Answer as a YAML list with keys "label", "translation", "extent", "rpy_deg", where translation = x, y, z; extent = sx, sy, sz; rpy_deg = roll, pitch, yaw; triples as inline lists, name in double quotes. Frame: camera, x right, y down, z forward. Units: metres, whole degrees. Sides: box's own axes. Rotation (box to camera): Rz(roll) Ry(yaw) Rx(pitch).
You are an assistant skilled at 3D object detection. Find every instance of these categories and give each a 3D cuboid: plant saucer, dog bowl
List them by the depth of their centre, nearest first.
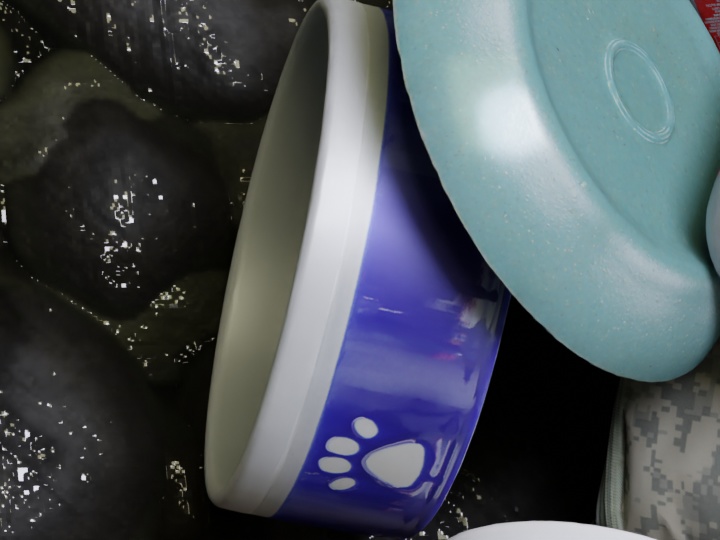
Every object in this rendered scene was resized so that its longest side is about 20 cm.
- label: "plant saucer"
  translation: [0.090, -0.059, 0.953]
  extent: [0.200, 0.036, 0.201]
  rpy_deg: [32, 46, -39]
- label: "dog bowl"
  translation: [0.000, 0.000, 1.008]
  extent: [0.078, 0.200, 0.201]
  rpy_deg: [12, 58, -9]

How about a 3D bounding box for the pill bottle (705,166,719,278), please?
- label: "pill bottle"
  translation: [0.202, -0.071, 0.959]
  extent: [0.108, 0.109, 0.201]
  rpy_deg: [26, 51, 1]

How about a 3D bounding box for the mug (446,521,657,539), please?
- label: "mug"
  translation: [0.091, 0.216, 0.955]
  extent: [0.200, 0.147, 0.176]
  rpy_deg: [36, 54, -31]

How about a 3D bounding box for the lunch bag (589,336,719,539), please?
- label: "lunch bag"
  translation: [0.203, 0.060, 1.033]
  extent: [0.199, 0.139, 0.169]
  rpy_deg: [8, 67, 34]

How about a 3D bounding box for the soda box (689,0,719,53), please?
- label: "soda box"
  translation: [0.117, -0.108, 1.105]
  extent: [0.070, 0.199, 0.064]
  rpy_deg: [-39, 112, -29]
